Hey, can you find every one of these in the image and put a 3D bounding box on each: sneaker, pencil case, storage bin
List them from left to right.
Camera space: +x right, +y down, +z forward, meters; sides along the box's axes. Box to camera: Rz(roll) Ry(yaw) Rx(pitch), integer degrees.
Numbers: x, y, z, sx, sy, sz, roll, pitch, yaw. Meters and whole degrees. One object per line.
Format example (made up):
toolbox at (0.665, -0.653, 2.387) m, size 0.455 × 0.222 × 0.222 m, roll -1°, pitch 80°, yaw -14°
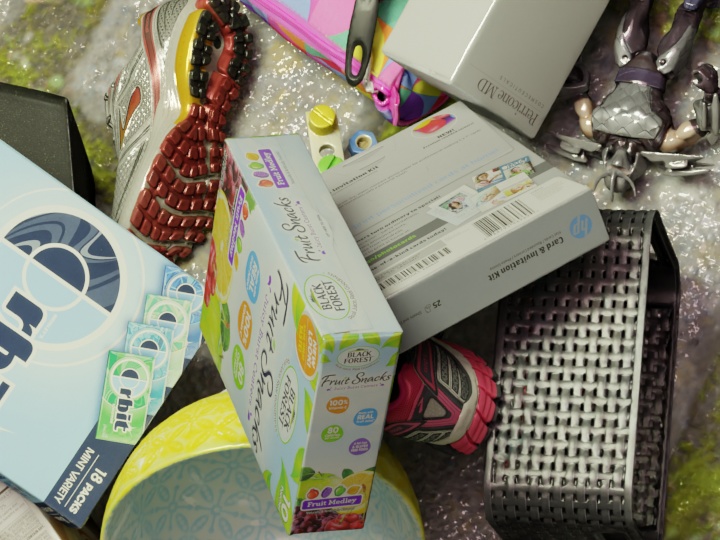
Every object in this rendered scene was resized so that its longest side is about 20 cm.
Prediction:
sneaker at (-0.135, -0.092, 1.831) m, size 0.082 × 0.078 × 0.201 m, roll 3°, pitch 71°, yaw 37°
pencil case at (-0.016, -0.180, 1.813) m, size 0.200 × 0.088 × 0.088 m, roll 40°, pitch 85°, yaw 26°
sneaker at (0.000, 0.045, 1.633) m, size 0.200 × 0.075 × 0.081 m, roll 26°, pitch 98°, yaw 47°
storage bin at (0.139, 0.071, 1.656) m, size 0.093 × 0.135 × 0.201 m, roll 1°, pitch 71°, yaw 15°

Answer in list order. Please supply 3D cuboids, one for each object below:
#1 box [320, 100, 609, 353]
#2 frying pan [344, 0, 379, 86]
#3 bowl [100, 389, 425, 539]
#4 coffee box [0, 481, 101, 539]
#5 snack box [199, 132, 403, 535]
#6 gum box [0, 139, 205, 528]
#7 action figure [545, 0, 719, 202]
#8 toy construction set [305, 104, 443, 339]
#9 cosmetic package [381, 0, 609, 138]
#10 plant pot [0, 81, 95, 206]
box at (0.038, -0.028, 1.622) m, size 0.156 × 0.041 × 0.200 m, roll -28°, pitch 27°, yaw -11°
frying pan at (0.028, -0.223, 1.735) m, size 0.115 × 0.031 × 0.191 m, roll -10°, pitch 101°, yaw 15°
bowl at (-0.061, 0.134, 1.676) m, size 0.199 × 0.200 × 0.108 m, roll -12°, pitch 45°, yaw 10°
coffee box at (-0.214, 0.184, 1.724) m, size 0.080 × 0.114 × 0.200 m, roll -41°, pitch 65°, yaw 2°
snack box at (-0.038, 0.033, 1.542) m, size 0.053 × 0.143 × 0.200 m, roll -5°, pitch 38°, yaw -19°
gum box at (-0.210, 0.034, 1.656) m, size 0.200 × 0.045 × 0.170 m, roll 35°, pitch 76°, yaw -10°
action figure at (0.187, -0.139, 1.756) m, size 0.130 × 0.069 × 0.201 m, roll 13°, pitch 78°, yaw 14°
toy construction set at (0.000, 0.000, 1.742) m, size 0.131 × 0.092 × 0.201 m, roll 16°, pitch 80°, yaw 5°
cosmetic package at (0.110, -0.199, 1.719) m, size 0.071 × 0.101 × 0.200 m, roll 29°, pitch 91°, yaw 42°
plant pot at (-0.266, -0.019, 1.775) m, size 0.177 × 0.200 × 0.201 m, roll -6°, pitch 69°, yaw 0°
